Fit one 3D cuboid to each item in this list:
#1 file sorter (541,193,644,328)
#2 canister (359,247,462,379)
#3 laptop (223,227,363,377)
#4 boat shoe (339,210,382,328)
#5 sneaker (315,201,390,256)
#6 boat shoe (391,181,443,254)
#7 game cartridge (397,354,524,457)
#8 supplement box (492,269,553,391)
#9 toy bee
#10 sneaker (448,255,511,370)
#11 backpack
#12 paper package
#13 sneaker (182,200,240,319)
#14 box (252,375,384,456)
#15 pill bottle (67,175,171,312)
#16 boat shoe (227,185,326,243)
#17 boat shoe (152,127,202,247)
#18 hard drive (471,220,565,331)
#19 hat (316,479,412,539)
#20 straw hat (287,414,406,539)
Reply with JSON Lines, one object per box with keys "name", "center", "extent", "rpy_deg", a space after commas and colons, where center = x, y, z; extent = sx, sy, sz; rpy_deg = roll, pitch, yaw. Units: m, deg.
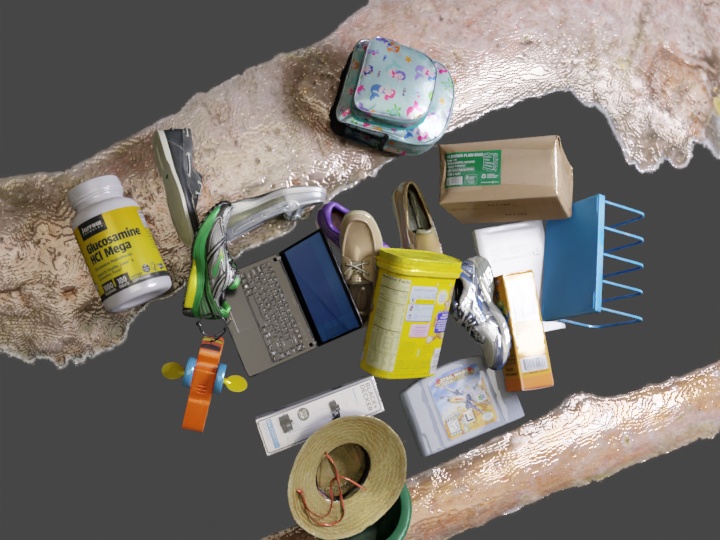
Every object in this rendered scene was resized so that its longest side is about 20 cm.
{"name": "file sorter", "center": [0.409, -0.008, 1.385], "extent": [0.122, 0.139, 0.201], "rpy_deg": [12, 75, -24]}
{"name": "canister", "center": [0.080, 0.071, 1.308], "extent": [0.148, 0.086, 0.201], "rpy_deg": [3, 102, -39]}
{"name": "laptop", "center": [-0.125, 0.055, 1.310], "extent": [0.199, 0.103, 0.178], "rpy_deg": [-22, 86, -12]}
{"name": "boat shoe", "center": [0.000, 0.000, 1.308], "extent": [0.072, 0.065, 0.201], "rpy_deg": [1, 119, 4]}
{"name": "sneaker", "center": [0.002, -0.039, 1.357], "extent": [0.200, 0.083, 0.081], "rpy_deg": [40, 77, -3]}
{"name": "boat shoe", "center": [0.104, -0.058, 1.380], "extent": [0.071, 0.076, 0.201], "rpy_deg": [-21, 88, -15]}
{"name": "game cartridge", "center": [0.172, 0.224, 1.373], "extent": [0.199, 0.042, 0.134], "rpy_deg": [-20, 90, -12]}
{"name": "supplement box", "center": [0.273, 0.103, 1.362], "extent": [0.068, 0.067, 0.201], "rpy_deg": [-5, 82, -16]}
{"name": "toy bee", "center": [-0.240, 0.155, 1.287], "extent": [0.131, 0.109, 0.200], "rpy_deg": [34, 102, -12]}
{"name": "sneaker", "center": [0.191, 0.077, 1.359], "extent": [0.085, 0.077, 0.201], "rpy_deg": [-8, 71, -19]}
{"name": "backpack", "center": [0.064, -0.298, 1.379], "extent": [0.199, 0.151, 0.179], "rpy_deg": [19, 78, -12]}
{"name": "paper package", "center": [0.246, -0.148, 1.334], "extent": [0.199, 0.191, 0.104], "rpy_deg": [-1, 81, 20]}
{"name": "sneaker", "center": [-0.231, -0.016, 1.297], "extent": [0.085, 0.078, 0.201], "rpy_deg": [11, 104, 0]}
{"name": "box", "center": [-0.070, 0.232, 1.287], "extent": [0.199, 0.117, 0.060], "rpy_deg": [-19, 85, -13]}
{"name": "pill bottle", "center": [-0.390, -0.044, 1.272], "extent": [0.112, 0.112, 0.201], "rpy_deg": [-24, 86, -13]}
{"name": "boat shoe", "center": [-0.152, -0.097, 1.346], "extent": [0.201, 0.074, 0.065], "rpy_deg": [-15, 91, -8]}
{"name": "boat shoe", "center": [-0.291, -0.140, 1.328], "extent": [0.067, 0.072, 0.201], "rpy_deg": [-12, 88, -33]}
{"name": "hard drive", "center": [0.283, 0.016, 1.427], "extent": [0.131, 0.026, 0.201], "rpy_deg": [-10, 84, -11]}
{"name": "hat", "center": [-0.002, 0.444, 1.318], "extent": [0.165, 0.177, 0.201], "rpy_deg": [8, 46, 7]}
{"name": "straw hat", "center": [-0.034, 0.308, 1.244], "extent": [0.200, 0.085, 0.202], "rpy_deg": [-3, 99, -19]}
